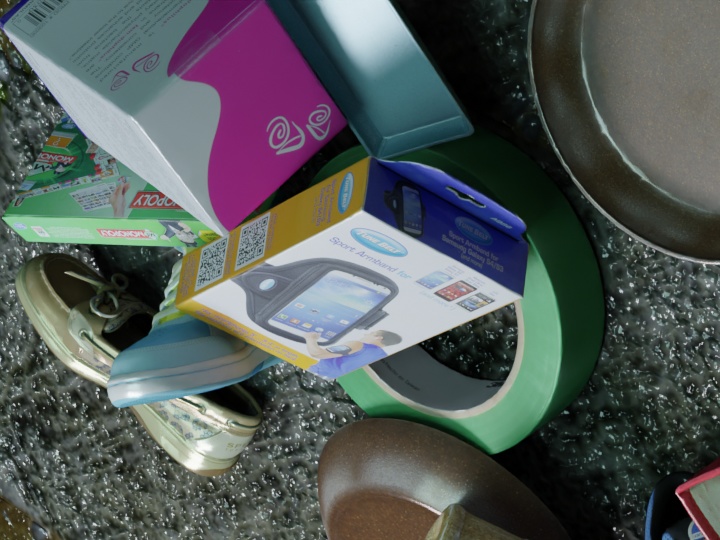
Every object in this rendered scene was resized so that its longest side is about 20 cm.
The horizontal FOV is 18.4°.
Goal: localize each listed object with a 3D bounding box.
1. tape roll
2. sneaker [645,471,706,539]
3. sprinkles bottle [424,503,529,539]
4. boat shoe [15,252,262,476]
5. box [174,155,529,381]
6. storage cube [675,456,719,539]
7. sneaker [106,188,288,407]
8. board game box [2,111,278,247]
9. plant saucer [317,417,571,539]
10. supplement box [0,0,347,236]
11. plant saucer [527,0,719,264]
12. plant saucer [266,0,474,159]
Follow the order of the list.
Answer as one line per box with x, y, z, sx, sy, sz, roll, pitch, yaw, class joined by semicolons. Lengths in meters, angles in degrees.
0.049;0.011;1.320;0.200;0.048;0.201;21;125;34;tape roll
0.190;0.178;1.189;0.200;0.078;0.089;-113;6;-60;sneaker
0.127;0.205;1.284;0.199;0.068;0.068;26;132;-2;sprinkles bottle
-0.148;0.051;1.511;0.200;0.073;0.063;41;128;4;boat shoe
0.000;0.000;1.249;0.119;0.042;0.200;27;148;-30;box
0.288;0.108;1.024;0.200;0.179;0.171;56;160;6;storage cube
-0.100;0.005;1.353;0.079;0.200;0.131;-12;95;30;sneaker
-0.119;-0.077;1.370;0.200;0.135;0.029;3;147;42;board game box
0.048;0.178;1.380;0.200;0.037;0.201;25;141;22;plant saucer
-0.112;-0.115;1.286;0.103;0.101;0.200;54;169;-34;supplement box
0.176;-0.101;1.158;0.200;0.032;0.201;20;123;33;plant saucer
-0.012;-0.144;1.207;0.070;0.019;0.200;-14;128;32;plant saucer
